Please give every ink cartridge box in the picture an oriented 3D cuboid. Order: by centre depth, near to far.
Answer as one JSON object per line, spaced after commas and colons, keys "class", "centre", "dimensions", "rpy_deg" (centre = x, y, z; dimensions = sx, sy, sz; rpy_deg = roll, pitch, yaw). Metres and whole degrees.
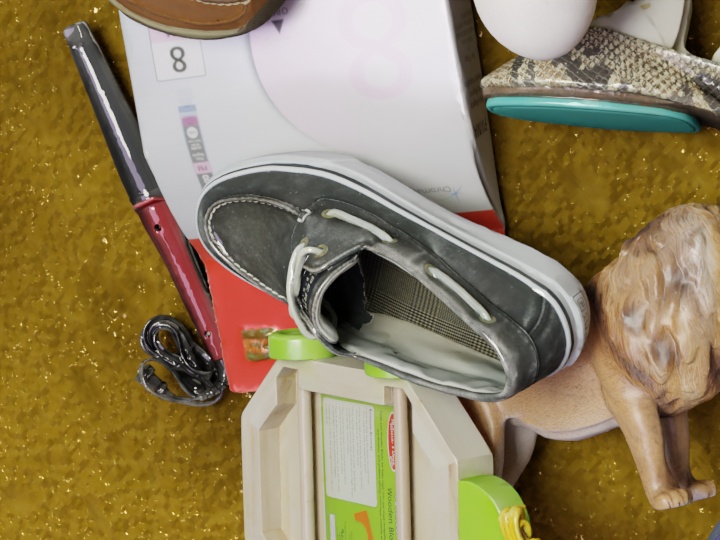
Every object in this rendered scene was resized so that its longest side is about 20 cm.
{"class": "ink cartridge box", "centre": [-0.016, -0.040, 0.906], "dimensions": [0.161, 0.057, 0.202], "rpy_deg": [-6, 98, 22]}

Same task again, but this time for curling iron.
{"class": "curling iron", "centre": [-0.108, -0.025, 0.964], "dimensions": [0.049, 0.026, 0.201], "rpy_deg": [-18, 99, -13]}

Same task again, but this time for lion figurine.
{"class": "lion figurine", "centre": [0.093, 0.052, 0.869], "dimensions": [0.199, 0.072, 0.123], "rpy_deg": [-19, 80, 31]}

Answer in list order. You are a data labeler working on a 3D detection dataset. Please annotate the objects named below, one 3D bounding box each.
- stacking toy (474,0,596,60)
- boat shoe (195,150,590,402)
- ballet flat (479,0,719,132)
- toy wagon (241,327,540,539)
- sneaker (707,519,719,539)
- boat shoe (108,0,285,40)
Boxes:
{"class": "stacking toy", "centre": [0.039, -0.171, 0.736], "dimensions": [0.145, 0.146, 0.201], "rpy_deg": [-8, 113, 27]}
{"class": "boat shoe", "centre": [0.000, 0.000, 0.841], "dimensions": [0.199, 0.071, 0.073], "rpy_deg": [17, 119, 30]}
{"class": "ballet flat", "centre": [0.153, -0.080, 0.818], "dimensions": [0.199, 0.068, 0.076], "rpy_deg": [15, 89, 15]}
{"class": "toy wagon", "centre": [0.015, 0.110, 0.886], "dimensions": [0.199, 0.039, 0.157], "rpy_deg": [7, 101, 48]}
{"class": "sneaker", "centre": [0.176, 0.119, 0.809], "dimensions": [0.080, 0.146, 0.201], "rpy_deg": [28, 115, 15]}
{"class": "boat shoe", "centre": [-0.115, -0.170, 0.875], "dimensions": [0.199, 0.074, 0.076], "rpy_deg": [32, 82, 29]}
